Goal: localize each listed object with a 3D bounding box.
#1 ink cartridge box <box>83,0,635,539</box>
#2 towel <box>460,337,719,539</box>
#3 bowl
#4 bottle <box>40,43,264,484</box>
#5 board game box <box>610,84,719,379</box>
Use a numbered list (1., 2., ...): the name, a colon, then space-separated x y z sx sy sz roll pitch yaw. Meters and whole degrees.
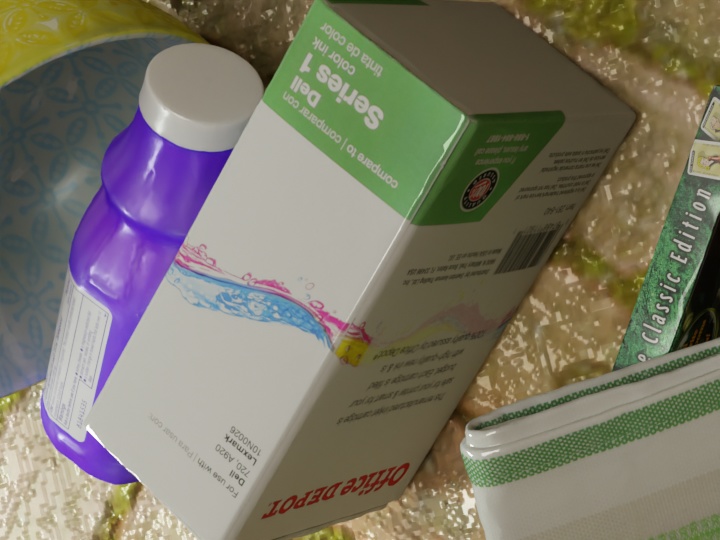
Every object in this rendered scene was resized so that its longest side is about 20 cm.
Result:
1. ink cartridge box: 0.000 0.000 0.978 0.084 0.144 0.201 39 112 22
2. towel: 0.126 0.120 0.906 0.148 0.031 0.201 -18 113 -3
3. bowl: -0.158 -0.050 1.042 0.108 0.199 0.201 45 114 27
4. bottle: -0.080 -0.002 1.022 0.065 0.083 0.201 35 137 18
5. board game box: 0.125 0.027 0.932 0.023 0.105 0.201 25 105 24
